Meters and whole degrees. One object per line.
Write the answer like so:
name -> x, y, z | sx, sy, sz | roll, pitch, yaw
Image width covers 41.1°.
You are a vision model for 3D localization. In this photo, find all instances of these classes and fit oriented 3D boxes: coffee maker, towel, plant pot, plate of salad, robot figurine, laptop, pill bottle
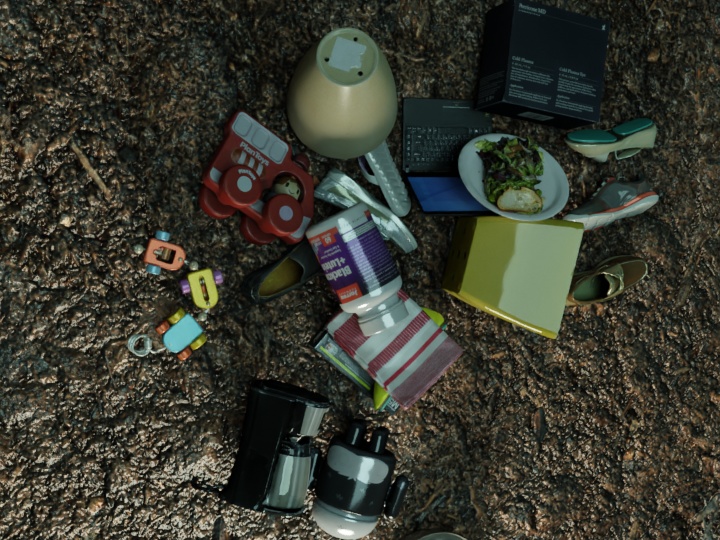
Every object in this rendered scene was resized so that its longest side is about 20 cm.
coffee maker -> -0.161, 0.286, 1.586 | 0.191, 0.135, 0.201 | 12, 92, -20
towel -> 0.056, 0.115, 1.613 | 0.200, 0.023, 0.144 | 44, 78, 7
plant pot -> 0.252, -0.008, 1.678 | 0.176, 0.200, 0.201 | 13, 92, -10
plate of salad -> 0.264, -0.167, 1.631 | 0.199, 0.048, 0.201 | 7, 51, -9
robot figurine -> -0.010, 0.361, 1.658 | 0.125, 0.150, 0.201 | 16, 90, -43
laptop -> 0.170, -0.199, 1.664 | 0.177, 0.103, 0.201 | -2, 97, -20
pill bottle -> 0.000, 0.000, 1.562 | 0.111, 0.111, 0.201 | -27, 95, -15
plant pot -> -0.026, -0.295, 1.500 | 0.186, 0.200, 0.188 | 1, 79, -3

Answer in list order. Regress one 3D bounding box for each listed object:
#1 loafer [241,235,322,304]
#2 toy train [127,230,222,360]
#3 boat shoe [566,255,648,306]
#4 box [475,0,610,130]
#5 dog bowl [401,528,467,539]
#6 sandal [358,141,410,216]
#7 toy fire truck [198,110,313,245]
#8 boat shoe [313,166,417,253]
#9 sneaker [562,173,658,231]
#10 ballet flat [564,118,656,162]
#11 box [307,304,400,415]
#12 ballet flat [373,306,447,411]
loafer -> -0.103, -0.005, 1.604 | 0.200, 0.072, 0.073 | -38, 106, -13
toy train -> -0.306, 0.042, 1.549 | 0.150, 0.056, 0.201 | 12, 89, -20
boat shoe -> 0.462, 0.026, 1.812 | 0.199, 0.074, 0.076 | -19, 103, -17
box -> 0.321, -0.360, 1.690 | 0.199, 0.104, 0.183 | 9, 88, -21
dog bowl -> 0.129, 0.569, 1.766 | 0.199, 0.059, 0.201 | -2, 97, -19
sandal -> 0.022, -0.180, 1.638 | 0.050, 0.082, 0.203 | -21, 99, 27
toy fire truck -> -0.155, -0.144, 1.559 | 0.200, 0.112, 0.168 | 34, 66, -21
boat shoe -> 0.011, -0.092, 1.639 | 0.202, 0.074, 0.065 | 40, 89, -16
sneaker -> 0.460, -0.132, 1.808 | 0.199, 0.077, 0.082 | -16, 75, -18
ballet flat -> 0.468, -0.235, 1.793 | 0.199, 0.069, 0.070 | -13, 101, -19
box -> 0.032, 0.131, 1.685 | 0.200, 0.044, 0.160 | 41, 82, -19
ballet flat -> 0.068, 0.146, 1.650 | 0.067, 0.067, 0.200 | 38, 80, 2
